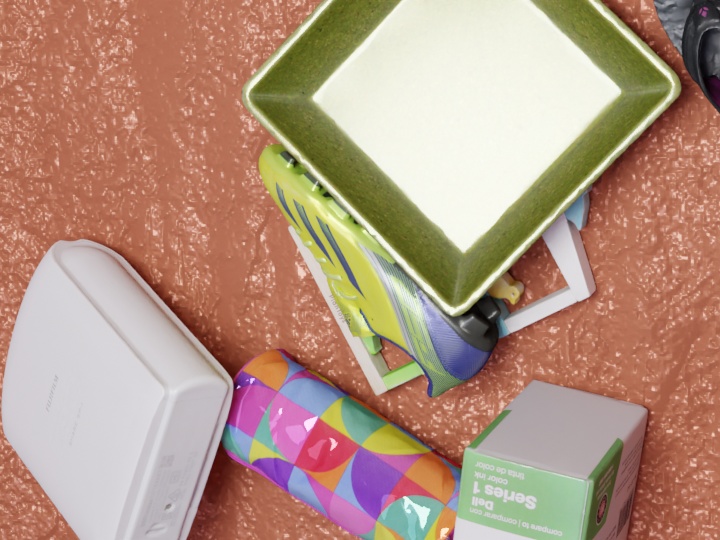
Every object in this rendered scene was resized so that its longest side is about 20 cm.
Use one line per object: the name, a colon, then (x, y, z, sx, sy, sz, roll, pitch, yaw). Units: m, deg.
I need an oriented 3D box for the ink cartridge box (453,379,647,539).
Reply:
ink cartridge box: (0.113, 0.190, 1.119, 0.084, 0.145, 0.201, 12, 108, 19)

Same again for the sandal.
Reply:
sandal: (0.234, -0.111, 1.047, 0.075, 0.048, 0.201, -26, 93, 26)

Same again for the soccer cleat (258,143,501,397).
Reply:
soccer cleat: (0.000, 0.000, 1.139, 0.200, 0.065, 0.084, 43, 117, 7)

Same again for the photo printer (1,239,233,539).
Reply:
photo printer: (-0.178, 0.086, 1.217, 0.200, 0.069, 0.167, 44, 125, 39)

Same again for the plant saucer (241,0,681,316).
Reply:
plant saucer: (0.062, -0.110, 1.097, 0.200, 0.048, 0.200, 46, 100, 8)

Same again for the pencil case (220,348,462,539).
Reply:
pencil case: (-0.004, 0.133, 1.176, 0.200, 0.088, 0.089, 34, 114, 21)

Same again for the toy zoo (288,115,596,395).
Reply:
toy zoo: (0.064, -0.015, 1.156, 0.200, 0.020, 0.131, -28, 92, 25)
